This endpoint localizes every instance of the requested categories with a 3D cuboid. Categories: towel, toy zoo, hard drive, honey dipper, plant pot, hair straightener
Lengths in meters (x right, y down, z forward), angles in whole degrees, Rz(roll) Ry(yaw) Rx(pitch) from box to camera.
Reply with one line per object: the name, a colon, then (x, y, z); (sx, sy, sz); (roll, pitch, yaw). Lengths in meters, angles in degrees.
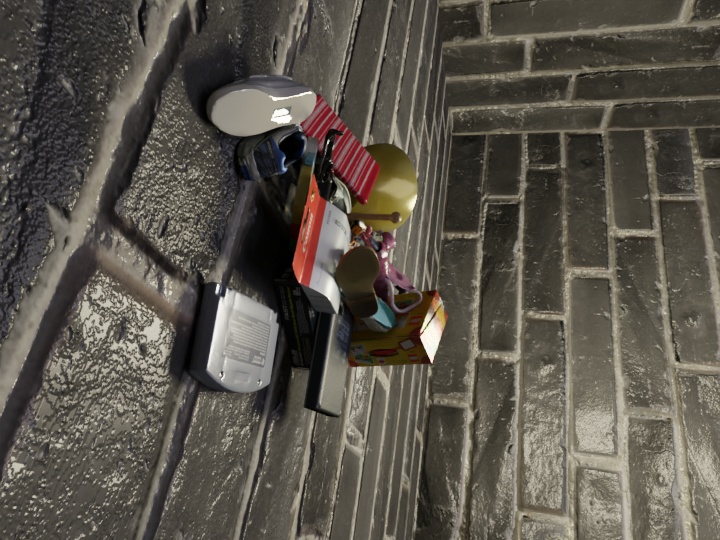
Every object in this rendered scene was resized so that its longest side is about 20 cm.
towel: (-0.040, -0.231, 1.003); (0.200, 0.022, 0.146); (47, 34, -19)
toy zoo: (-0.098, -0.134, 0.901); (0.201, 0.020, 0.134); (113, -13, -65)
hard drive: (-0.055, 0.166, 0.986); (0.140, 0.032, 0.205); (55, 40, -65)
honey dipper: (-0.016, -0.104, 1.010); (0.038, 0.195, 0.039); (3, 90, -75)
plant pot: (0.007, -0.185, 1.165); (0.140, 0.197, 0.205); (-8, 100, -50)
hair straightener: (-0.059, -0.161, 0.898); (0.201, 0.040, 0.078); (120, -19, -57)

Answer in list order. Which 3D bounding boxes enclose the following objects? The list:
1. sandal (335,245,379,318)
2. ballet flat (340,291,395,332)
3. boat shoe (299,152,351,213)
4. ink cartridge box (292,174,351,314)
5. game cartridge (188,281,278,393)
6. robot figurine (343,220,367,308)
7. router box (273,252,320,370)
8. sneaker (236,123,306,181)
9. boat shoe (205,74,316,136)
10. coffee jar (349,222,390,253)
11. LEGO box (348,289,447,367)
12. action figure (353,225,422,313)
sandal: (-0.006, 0.001, 0.930); (0.214, 0.076, 0.071); (81, -2, -54)
ballet flat: (-0.010, 0.056, 1.036); (0.201, 0.071, 0.072); (49, 37, -24)
boat shoe: (-0.071, -0.161, 1.029); (0.063, 0.071, 0.202); (-88, 161, -44)
ink cartridge box: (-0.059, -0.037, 0.876); (0.201, 0.046, 0.164); (77, 21, -66)
game cartridge: (-0.177, 0.107, 0.758); (0.200, 0.040, 0.136); (49, 42, -68)
robot figurine: (-0.023, -0.014, 1.155); (0.144, 0.058, 0.203); (-35, 139, -26)
router box: (-0.094, 0.063, 1.002); (0.151, 0.061, 0.204); (-63, 151, -54)
sneaker: (-0.119, -0.204, 0.833); (0.202, 0.083, 0.078); (-72, 158, -46)
boat shoe: (-0.147, -0.248, 0.748); (0.199, 0.068, 0.073); (-31, 153, -43)
coffee jar: (0.020, -0.066, 1.356); (0.200, 0.083, 0.107); (50, 50, -66)
LEGO box: (0.073, 0.127, 1.134); (0.078, 0.196, 0.150); (63, 36, -27)
action figure: (0.029, -0.004, 1.055); (0.149, 0.133, 0.202); (49, -13, 35)
